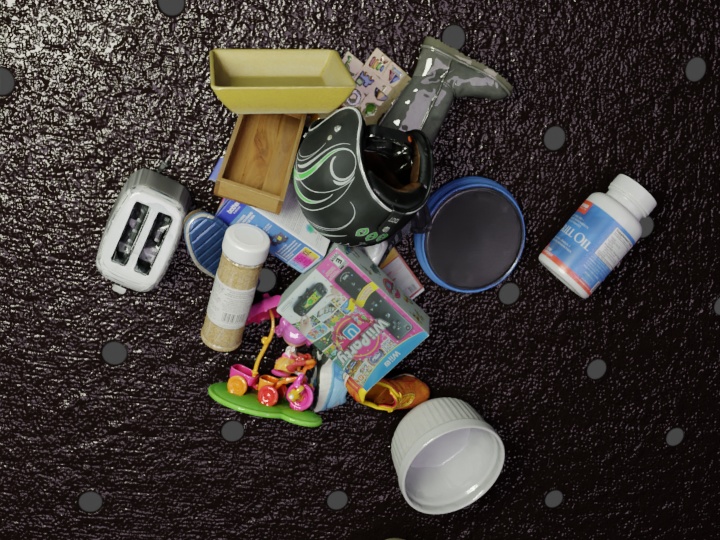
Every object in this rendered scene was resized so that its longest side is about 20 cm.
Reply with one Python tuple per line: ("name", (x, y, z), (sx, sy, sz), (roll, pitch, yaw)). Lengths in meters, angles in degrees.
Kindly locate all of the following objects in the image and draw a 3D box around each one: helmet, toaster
("helmet", (-0.006, -0.135, 1.128), (0.197, 0.189, 0.204), (11, 73, -38))
("toaster", (-0.324, -0.064, 1.177), (0.112, 0.129, 0.202), (25, 101, -18))

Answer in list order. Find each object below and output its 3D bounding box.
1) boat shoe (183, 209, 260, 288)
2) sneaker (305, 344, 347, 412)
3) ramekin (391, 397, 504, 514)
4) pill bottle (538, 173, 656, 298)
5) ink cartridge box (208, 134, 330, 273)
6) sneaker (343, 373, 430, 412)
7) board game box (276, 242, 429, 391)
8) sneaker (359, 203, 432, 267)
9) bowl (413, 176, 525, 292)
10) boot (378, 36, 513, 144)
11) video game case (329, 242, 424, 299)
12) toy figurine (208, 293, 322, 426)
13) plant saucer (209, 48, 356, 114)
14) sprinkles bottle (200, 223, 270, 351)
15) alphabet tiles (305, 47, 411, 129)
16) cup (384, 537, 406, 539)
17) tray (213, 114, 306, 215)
("boat shoe", (-0.225, -0.033, 1.196), (0.072, 0.073, 0.201), (-36, 144, -8))
("sneaker", (-0.035, 0.148, 1.341), (0.089, 0.078, 0.203), (3, 116, -31))
("ramekin", (0.147, 0.322, 1.386), (0.196, 0.105, 0.203), (-10, 122, -16))
("pill bottle", (0.410, -0.062, 1.337), (0.112, 0.112, 0.201), (37, 96, -19))
("ink cartridge box", (-0.132, -0.110, 1.194), (0.199, 0.138, 0.076), (35, 139, -20))
("sneaker", (0.054, 0.219, 1.348), (0.198, 0.077, 0.074), (14, 111, -43))
("board game box", (-0.009, 0.067, 1.217), (0.200, 0.064, 0.147), (42, 110, -13))
("sneaker", (0.053, -0.056, 1.267), (0.112, 0.075, 0.203), (9, 106, -39))
("bowl", (0.190, -0.058, 1.331), (0.196, 0.039, 0.205), (-3, 107, -10))
("boot", (0.127, -0.243, 1.240), (0.179, 0.073, 0.203), (24, 93, -7))
("video game case", (0.000, 0.000, 1.322), (0.142, 0.017, 0.201), (-37, 111, 2))
("toy figurine", (-0.132, 0.135, 1.271), (0.197, 0.150, 0.188), (17, 94, 11))
("plant saucer", (-0.117, -0.272, 1.123), (0.196, 0.201, 0.049), (-3, 120, -10))
("sprinkles bottle", (-0.190, 0.029, 1.170), (0.067, 0.069, 0.202), (12, 125, -14))
("alphabet tiles", (0.003, -0.244, 1.253), (0.165, 0.006, 0.201), (35, 97, -20))
("cup", (0.072, 0.587, 1.452), (0.196, 0.143, 0.204), (-3, 109, -10))
("tray", (-0.143, -0.180, 1.147), (0.097, 0.203, 0.037), (16, 142, -8))
